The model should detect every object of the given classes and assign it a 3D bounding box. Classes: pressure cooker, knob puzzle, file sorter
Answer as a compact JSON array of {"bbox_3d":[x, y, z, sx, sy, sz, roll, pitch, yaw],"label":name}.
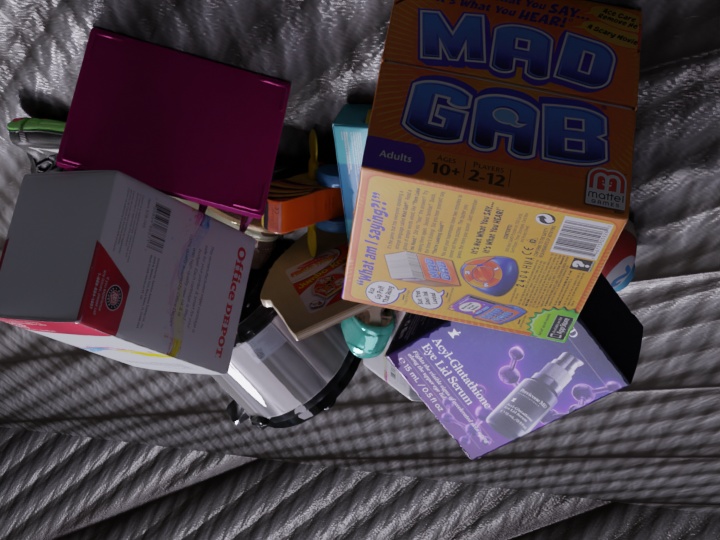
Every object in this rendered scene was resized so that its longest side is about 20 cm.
[{"bbox_3d":[-0.096,0.087,1.467,0.175,0.180,0.200,-16,128,37],"label":"pressure cooker"},{"bbox_3d":[-0.014,0.000,1.338,0.218,0.220,0.031,-1,125,31],"label":"knob puzzle"},{"bbox_3d":[-0.188,-0.127,1.238,0.198,0.141,0.125,14,163,-11],"label":"file sorter"}]

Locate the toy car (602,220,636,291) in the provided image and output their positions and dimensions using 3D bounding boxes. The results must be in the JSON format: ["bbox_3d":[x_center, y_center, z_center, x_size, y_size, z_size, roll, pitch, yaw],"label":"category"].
[{"bbox_3d":[0.211,0.031,1.380,0.175,0.202,0.184,3,161,22],"label":"toy car"}]

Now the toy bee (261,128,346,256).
[{"bbox_3d":[-0.037,-0.080,1.347,0.199,0.132,0.108,12,-170,-41],"label":"toy bee"}]

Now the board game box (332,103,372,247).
[{"bbox_3d":[0.080,-0.084,1.235,0.198,0.047,0.152,5,126,17],"label":"board game box"}]

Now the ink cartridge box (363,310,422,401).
[{"bbox_3d":[0.070,0.059,1.428,0.084,0.146,0.200,4,-174,-16],"label":"ink cartridge box"}]

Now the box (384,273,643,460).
[{"bbox_3d":[0.151,0.068,1.213,0.199,0.105,0.148,-33,105,33],"label":"box"}]

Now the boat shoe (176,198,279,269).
[{"bbox_3d":[-0.184,-0.064,1.417,0.201,0.075,0.074,30,-152,23],"label":"boat shoe"}]

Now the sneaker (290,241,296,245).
[{"bbox_3d":[-0.022,-0.031,1.554,0.198,0.088,0.076,-15,120,10],"label":"sneaker"}]

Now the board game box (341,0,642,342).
[{"bbox_3d":[0.103,-0.090,1.019,0.197,0.202,0.201,11,150,0],"label":"board game box"}]

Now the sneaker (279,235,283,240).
[{"bbox_3d":[-0.148,-0.056,1.564,0.105,0.075,0.200,26,161,-4],"label":"sneaker"}]

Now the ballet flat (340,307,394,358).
[{"bbox_3d":[0.000,0.000,1.417,0.067,0.202,0.071,1,148,-27],"label":"ballet flat"}]

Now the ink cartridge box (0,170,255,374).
[{"bbox_3d":[-0.226,0.006,1.206,0.144,0.147,0.199,1,162,39],"label":"ink cartridge box"}]

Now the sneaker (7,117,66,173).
[{"bbox_3d":[-0.349,-0.117,1.446,0.076,0.085,0.200,5,161,15],"label":"sneaker"}]

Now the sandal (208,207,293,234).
[{"bbox_3d":[-0.157,-0.114,1.363,0.210,0.070,0.077,28,-155,18],"label":"sandal"}]
